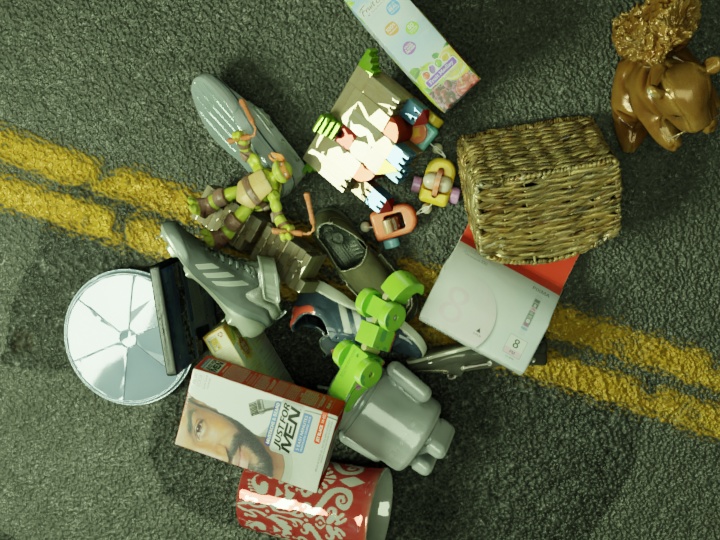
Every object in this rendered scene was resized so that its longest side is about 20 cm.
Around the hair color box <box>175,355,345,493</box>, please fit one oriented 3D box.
[{"bbox_3d":[-0.130,0.199,1.376,0.197,0.064,0.112,17,104,7],"label":"hair color box"}]

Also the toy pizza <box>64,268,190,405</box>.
[{"bbox_3d":[-0.335,0.096,1.545,0.197,0.032,0.204,1,99,6],"label":"toy pizza"}]

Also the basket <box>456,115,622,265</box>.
[{"bbox_3d":[0.237,-0.103,1.406,0.197,0.150,0.144,-11,122,1],"label":"basket"}]

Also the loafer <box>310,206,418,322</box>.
[{"bbox_3d":[0.000,0.000,1.468,0.200,0.070,0.075,45,102,-2],"label":"loafer"}]

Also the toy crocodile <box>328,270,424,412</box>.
[{"bbox_3d":[0.018,0.092,1.402,0.067,0.061,0.202,27,94,46],"label":"toy crocodile"}]

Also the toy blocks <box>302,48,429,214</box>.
[{"bbox_3d":[0.019,-0.169,1.398,0.136,0.100,0.201,40,115,13],"label":"toy blocks"}]

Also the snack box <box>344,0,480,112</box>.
[{"bbox_3d":[0.064,-0.296,1.360,0.068,0.169,0.200,-41,92,8],"label":"snack box"}]

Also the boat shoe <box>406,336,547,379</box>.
[{"bbox_3d":[0.164,0.125,1.472,0.197,0.067,0.058,-14,93,5],"label":"boat shoe"}]

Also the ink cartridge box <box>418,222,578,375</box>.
[{"bbox_3d":[0.192,0.014,1.427,0.161,0.057,0.202,28,89,4],"label":"ink cartridge box"}]

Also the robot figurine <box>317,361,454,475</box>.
[{"bbox_3d":[0.034,0.199,1.476,0.199,0.113,0.170,34,121,1],"label":"robot figurine"}]

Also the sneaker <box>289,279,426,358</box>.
[{"bbox_3d":[-0.008,0.092,1.463,0.198,0.075,0.085,23,64,16],"label":"sneaker"}]

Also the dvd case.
[{"bbox_3d":[-0.236,0.049,1.438,0.017,0.200,0.145,-7,98,10],"label":"dvd case"}]

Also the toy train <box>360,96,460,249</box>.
[{"bbox_3d":[0.057,-0.134,1.446,0.148,0.056,0.203,-10,99,8],"label":"toy train"}]

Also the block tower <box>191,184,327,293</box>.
[{"bbox_3d":[-0.137,-0.045,1.459,0.199,0.054,0.058,35,104,18],"label":"block tower"}]

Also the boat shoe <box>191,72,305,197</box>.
[{"bbox_3d":[-0.153,-0.192,1.460,0.073,0.067,0.201,-28,100,49],"label":"boat shoe"}]

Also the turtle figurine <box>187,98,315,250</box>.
[{"bbox_3d":[-0.151,-0.111,1.408,0.160,0.064,0.202,-30,87,17],"label":"turtle figurine"}]

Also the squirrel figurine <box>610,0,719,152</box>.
[{"bbox_3d":[0.379,-0.250,1.320,0.140,0.187,0.203,-18,97,10],"label":"squirrel figurine"}]

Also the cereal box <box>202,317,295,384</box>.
[{"bbox_3d":[-0.137,0.154,1.474,0.039,0.144,0.202,-28,95,12],"label":"cereal box"}]

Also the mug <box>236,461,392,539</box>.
[{"bbox_3d":[-0.067,0.350,1.501,0.197,0.133,0.180,8,107,16],"label":"mug"}]

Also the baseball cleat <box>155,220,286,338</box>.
[{"bbox_3d":[-0.173,-0.006,1.386,0.106,0.070,0.201,-36,117,3],"label":"baseball cleat"}]
